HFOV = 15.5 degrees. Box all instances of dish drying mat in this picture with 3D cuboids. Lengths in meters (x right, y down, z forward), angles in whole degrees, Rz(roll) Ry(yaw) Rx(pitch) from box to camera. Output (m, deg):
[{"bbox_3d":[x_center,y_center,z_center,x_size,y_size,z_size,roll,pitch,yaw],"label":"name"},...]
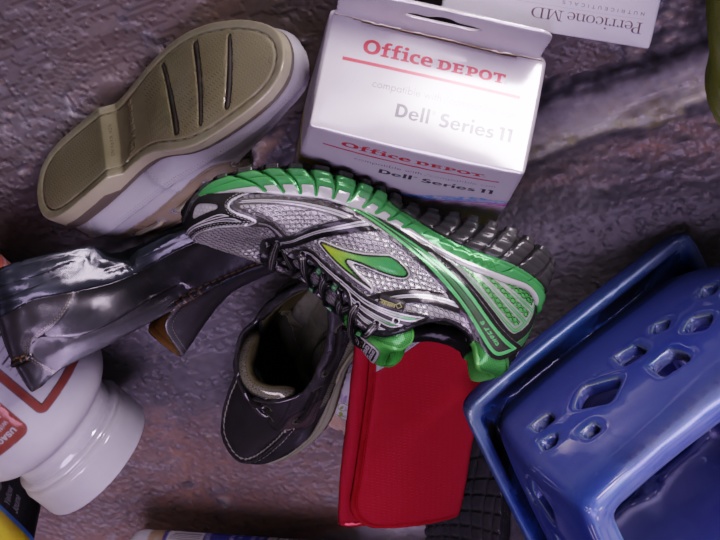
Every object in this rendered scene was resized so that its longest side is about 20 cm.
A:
[{"bbox_3d":[0.031,0.080,1.511,0.077,0.018,0.200,-4,135,-10],"label":"dish drying mat"}]

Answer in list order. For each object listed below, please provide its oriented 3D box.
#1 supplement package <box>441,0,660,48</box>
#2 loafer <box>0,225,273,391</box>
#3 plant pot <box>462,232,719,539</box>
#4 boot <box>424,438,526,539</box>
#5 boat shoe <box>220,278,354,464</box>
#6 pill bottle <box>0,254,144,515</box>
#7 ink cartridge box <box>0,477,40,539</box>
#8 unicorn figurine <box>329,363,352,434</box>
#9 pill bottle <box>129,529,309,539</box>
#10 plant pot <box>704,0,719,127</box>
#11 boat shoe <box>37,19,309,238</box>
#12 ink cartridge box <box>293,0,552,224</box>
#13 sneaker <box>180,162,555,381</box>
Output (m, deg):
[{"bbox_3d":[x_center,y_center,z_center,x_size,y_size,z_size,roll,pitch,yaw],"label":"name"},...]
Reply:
[{"bbox_3d":[0.110,-0.227,1.302,0.113,0.110,0.200,9,128,1],"label":"supplement package"},{"bbox_3d":[-0.110,0.015,1.510,0.199,0.073,0.072,-14,85,-7],"label":"loafer"},{"bbox_3d":[0.183,0.108,1.480,0.200,0.180,0.200,-37,124,-14],"label":"plant pot"},{"bbox_3d":[0.112,0.191,1.645,0.070,0.131,0.201,-1,91,50],"label":"boot"},{"bbox_3d":[-0.043,0.051,1.530,0.072,0.066,0.201,57,139,18],"label":"boat shoe"},{"bbox_3d":[-0.226,0.052,1.559,0.112,0.112,0.200,-33,117,28],"label":"pill bottle"},{"bbox_3d":[-0.275,0.127,1.569,0.047,0.198,0.200,-28,120,22],"label":"ink cartridge box"},{"bbox_3d":[0.041,0.051,1.549,0.137,0.074,0.200,38,120,-26],"label":"unicorn figurine"},{"bbox_3d":[-0.050,0.229,1.669,0.199,0.120,0.120,4,128,5],"label":"pill bottle"},{"bbox_3d":[0.252,-0.147,1.310,0.200,0.201,0.193,10,140,0],"label":"plant pot"},{"bbox_3d":[-0.093,-0.076,1.472,0.068,0.075,0.200,22,144,-39],"label":"boat shoe"},{"bbox_3d":[0.028,-0.077,1.389,0.117,0.067,0.200,12,165,-2],"label":"ink cartridge box"},{"bbox_3d":[0.000,0.000,1.395,0.200,0.085,0.078,18,166,-2],"label":"sneaker"}]
